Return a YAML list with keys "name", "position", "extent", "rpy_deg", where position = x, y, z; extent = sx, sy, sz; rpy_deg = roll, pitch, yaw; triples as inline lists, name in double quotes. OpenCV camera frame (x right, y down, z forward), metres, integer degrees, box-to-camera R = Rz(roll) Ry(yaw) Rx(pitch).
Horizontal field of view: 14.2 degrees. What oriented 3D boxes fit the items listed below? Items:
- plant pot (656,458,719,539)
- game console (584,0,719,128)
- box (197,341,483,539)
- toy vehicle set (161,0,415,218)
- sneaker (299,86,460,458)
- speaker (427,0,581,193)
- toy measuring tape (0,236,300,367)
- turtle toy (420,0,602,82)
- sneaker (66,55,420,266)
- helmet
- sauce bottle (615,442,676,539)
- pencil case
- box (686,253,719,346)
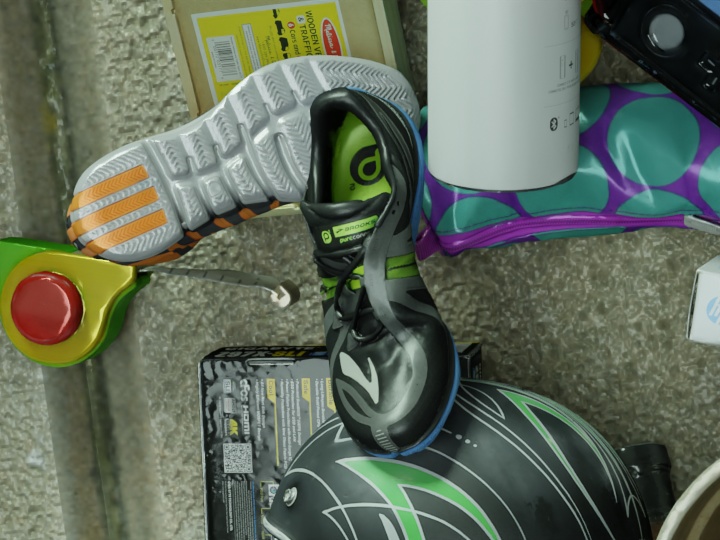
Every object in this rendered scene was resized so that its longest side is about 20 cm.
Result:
- name: "plant pot"
  position: [0.258, 0.162, 1.501]
  extent: [0.199, 0.183, 0.202]
  rpy_deg: [2, 97, 14]
- name: "game console"
  position: [0.204, -0.194, 1.454]
  extent: [0.172, 0.119, 0.200]
  rpy_deg: [36, 73, -7]
- name: "box"
  position: [-0.007, 0.143, 1.635]
  extent: [0.159, 0.049, 0.201]
  rpy_deg: [-2, 96, 12]
- name: "toy vehicle set"
  position: [-0.040, -0.124, 1.583]
  extent: [0.124, 0.027, 0.201]
  rpy_deg: [-4, 119, 16]
- name: "sneaker"
  position: [0.000, 0.000, 1.457]
  extent: [0.070, 0.083, 0.201]
  rpy_deg: [-16, 67, 23]
- name: "speaker"
  position: [0.073, -0.146, 1.462]
  extent: [0.081, 0.081, 0.201]
  rpy_deg: [4, 110, 14]
- name: "toy measuring tape"
  position: [-0.134, 0.026, 1.644]
  extent: [0.199, 0.074, 0.074]
  rpy_deg: [8, 98, 13]
- name: "turtle toy"
  position: [0.100, -0.203, 1.541]
  extent: [0.146, 0.101, 0.200]
  rpy_deg: [36, 102, -16]
- name: "sneaker"
  position: [-0.068, -0.060, 1.571]
  extent: [0.199, 0.112, 0.078]
  rpy_deg: [-19, 89, -8]
- name: "helmet"
  position: [0.053, 0.149, 1.505]
  extent: [0.199, 0.200, 0.192]
  rpy_deg: [-13, 79, 15]
- name: "sauce bottle"
  position: [0.169, 0.194, 1.566]
  extent: [0.066, 0.066, 0.201]
  rpy_deg: [-15, 70, 15]
- name: "pencil case"
  position: [0.129, -0.053, 1.559]
  extent: [0.199, 0.085, 0.093]
  rpy_deg: [-4, 59, 16]
- name: "box"
  position: [0.278, 0.026, 1.495]
  extent: [0.199, 0.156, 0.041]
  rpy_deg: [8, 97, 14]
